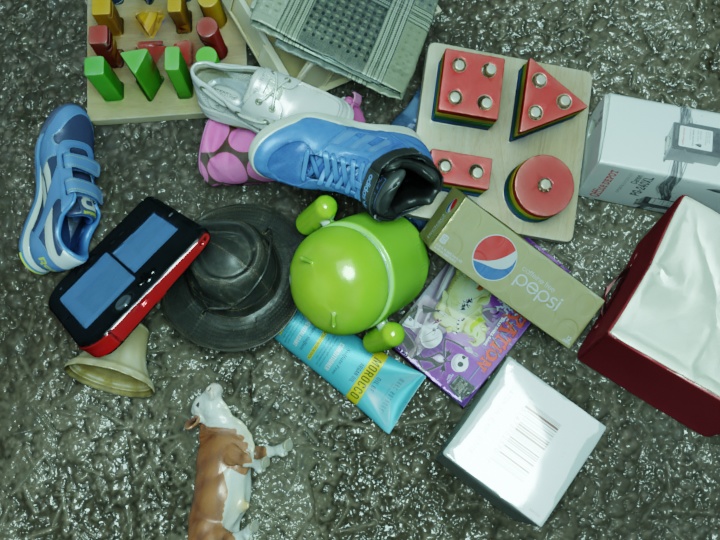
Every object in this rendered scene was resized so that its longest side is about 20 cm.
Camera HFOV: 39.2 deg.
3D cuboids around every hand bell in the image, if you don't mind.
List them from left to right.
[{"bbox_3d":[-0.258,0.033,1.160,0.103,0.104,0.202,11,66,5],"label":"hand bell"}]

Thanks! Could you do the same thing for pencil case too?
[{"bbox_3d":[-0.089,-0.149,1.165,0.197,0.091,0.095,-3,90,15],"label":"pencil case"}]

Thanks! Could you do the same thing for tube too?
[{"bbox_3d":[-0.028,0.095,1.148,0.199,0.050,0.078,35,100,5],"label":"tube"}]

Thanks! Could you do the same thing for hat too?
[{"bbox_3d":[-0.154,-0.011,1.126,0.198,0.081,0.203,-9,60,16],"label":"hat"}]

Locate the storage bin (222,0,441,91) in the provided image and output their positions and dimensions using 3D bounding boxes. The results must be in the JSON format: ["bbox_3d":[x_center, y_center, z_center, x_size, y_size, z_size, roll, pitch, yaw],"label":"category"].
[{"bbox_3d":[-0.048,-0.327,1.186,0.197,0.094,0.201,-27,79,-24],"label":"storage bin"}]

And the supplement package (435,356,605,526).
[{"bbox_3d":[0.157,0.179,1.040,0.117,0.200,0.117,35,81,9],"label":"supplement package"}]

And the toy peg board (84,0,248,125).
[{"bbox_3d":[-0.240,-0.292,1.214,0.197,0.098,0.202,-4,78,1],"label":"toy peg board"}]

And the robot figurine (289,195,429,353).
[{"bbox_3d":[0.000,0.000,1.085,0.115,0.200,0.177,-28,89,29],"label":"robot figurine"}]

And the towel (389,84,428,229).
[{"bbox_3d":[0.090,-0.152,1.195,0.111,0.049,0.201,38,81,9],"label":"towel"}]

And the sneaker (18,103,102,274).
[{"bbox_3d":[-0.334,-0.094,1.175,0.081,0.074,0.203,3,84,35],"label":"sneaker"}]

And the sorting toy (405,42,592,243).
[{"bbox_3d":[0.162,-0.148,1.137,0.196,0.070,0.203,9,83,-6],"label":"sorting toy"}]

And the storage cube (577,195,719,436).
[{"bbox_3d":[0.359,0.054,1.072,0.199,0.180,0.172,31,80,9],"label":"storage cube"}]

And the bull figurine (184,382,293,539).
[{"bbox_3d":[-0.141,0.226,1.103,0.120,0.065,0.203,1,84,36],"label":"bull figurine"}]

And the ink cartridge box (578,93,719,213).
[{"bbox_3d":[0.351,-0.120,1.127,0.197,0.145,0.084,11,80,4],"label":"ink cartridge box"}]

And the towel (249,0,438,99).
[{"bbox_3d":[-0.012,-0.301,1.123,0.191,0.035,0.202,25,63,-9],"label":"towel"}]

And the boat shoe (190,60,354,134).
[{"bbox_3d":[-0.103,-0.187,1.102,0.198,0.069,0.071,14,67,23],"label":"boat shoe"}]

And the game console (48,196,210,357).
[{"bbox_3d":[-0.260,0.000,1.111,0.177,0.200,0.031,-50,122,-8],"label":"game console"}]

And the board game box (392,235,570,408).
[{"bbox_3d":[0.134,0.042,1.162,0.120,0.032,0.201,39,81,5],"label":"board game box"}]

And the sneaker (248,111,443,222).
[{"bbox_3d":[-0.009,-0.103,1.037,0.198,0.077,0.112,1,33,-24],"label":"sneaker"}]

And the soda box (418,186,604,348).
[{"bbox_3d":[0.163,-0.002,1.092,0.199,0.064,0.068,35,97,-14],"label":"soda box"}]
